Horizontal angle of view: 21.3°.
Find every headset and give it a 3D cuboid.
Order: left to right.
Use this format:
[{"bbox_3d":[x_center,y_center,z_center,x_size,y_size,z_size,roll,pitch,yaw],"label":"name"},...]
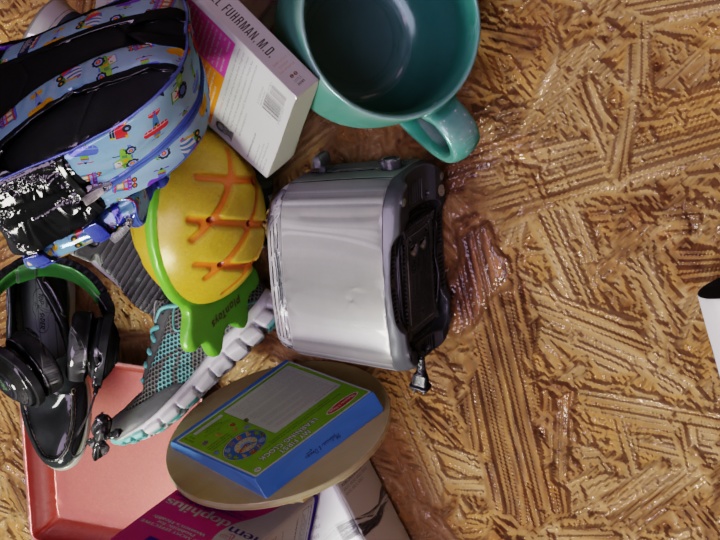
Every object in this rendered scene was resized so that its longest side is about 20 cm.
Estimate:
[{"bbox_3d":[-0.262,0.072,1.676,0.201,0.122,0.094,65,159,21],"label":"headset"}]

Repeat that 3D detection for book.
[{"bbox_3d":[-0.123,-0.179,1.513,0.200,0.048,0.134,46,155,9],"label":"book"}]

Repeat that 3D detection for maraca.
[{"bbox_3d":[-0.129,-0.026,1.588,0.106,0.137,0.202,10,126,32],"label":"maraca"}]

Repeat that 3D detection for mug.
[{"bbox_3d":[0.008,-0.174,1.519,0.150,0.114,0.187,-4,90,-19],"label":"mug"}]

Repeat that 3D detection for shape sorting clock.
[{"bbox_3d":[-0.070,0.141,1.638,0.198,0.200,0.040,-5,119,25],"label":"shape sorting clock"}]

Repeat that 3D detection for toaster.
[{"bbox_3d":[0.000,0.000,1.609,0.128,0.114,0.202,5,111,26],"label":"toaster"}]

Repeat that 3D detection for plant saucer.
[{"bbox_3d":[-0.226,0.174,1.809,0.198,0.037,0.202,6,109,21],"label":"plant saucer"}]

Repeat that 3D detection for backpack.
[{"bbox_3d":[-0.197,-0.116,1.465,0.198,0.184,0.135,-24,128,15],"label":"backpack"}]

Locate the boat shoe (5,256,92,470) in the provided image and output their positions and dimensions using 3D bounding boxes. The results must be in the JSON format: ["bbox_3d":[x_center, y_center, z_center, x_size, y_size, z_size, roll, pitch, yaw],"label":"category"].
[{"bbox_3d":[-0.291,0.081,1.749,0.074,0.066,0.202,-5,81,21],"label":"boat shoe"}]

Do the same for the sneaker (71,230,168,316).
[{"bbox_3d":[-0.218,-0.029,1.726,0.199,0.089,0.074,36,97,-16],"label":"sneaker"}]

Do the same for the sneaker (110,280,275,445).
[{"bbox_3d":[-0.159,0.069,1.694,0.200,0.078,0.091,-44,88,-3],"label":"sneaker"}]

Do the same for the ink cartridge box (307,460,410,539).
[{"bbox_3d":[-0.038,0.249,1.722,0.144,0.083,0.202,-24,95,28],"label":"ink cartridge box"}]

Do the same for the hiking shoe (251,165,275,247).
[{"bbox_3d":[-0.170,-0.076,1.678,0.198,0.076,0.102,14,109,19],"label":"hiking shoe"}]

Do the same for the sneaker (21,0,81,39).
[{"bbox_3d":[-0.246,-0.104,1.612,0.145,0.077,0.204,33,104,9],"label":"sneaker"}]

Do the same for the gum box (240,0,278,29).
[{"bbox_3d":[-0.141,-0.222,1.621,0.113,0.066,0.200,45,119,4],"label":"gum box"}]

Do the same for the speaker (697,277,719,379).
[{"bbox_3d":[0.328,0.099,1.510,0.080,0.081,0.202,-12,102,27],"label":"speaker"}]

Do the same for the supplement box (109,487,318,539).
[{"bbox_3d":[-0.127,0.248,1.599,0.100,0.200,0.104,19,113,18],"label":"supplement box"}]
